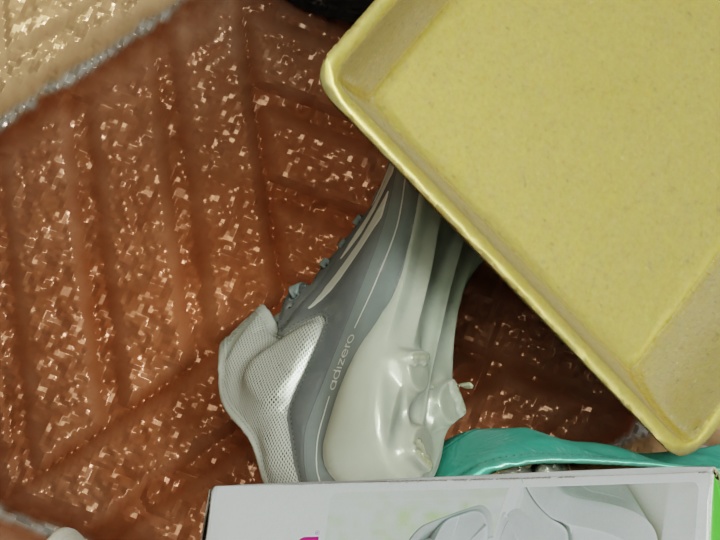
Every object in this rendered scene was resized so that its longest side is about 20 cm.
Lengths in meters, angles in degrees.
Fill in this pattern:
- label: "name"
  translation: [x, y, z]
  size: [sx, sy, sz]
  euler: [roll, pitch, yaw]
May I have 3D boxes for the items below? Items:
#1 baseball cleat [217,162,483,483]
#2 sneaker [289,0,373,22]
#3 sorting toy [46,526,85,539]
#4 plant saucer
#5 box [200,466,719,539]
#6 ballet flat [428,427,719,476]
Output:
- label: "baseball cleat"
  translation: [0.000, 0.000, 1.111]
  size: [0.106, 0.070, 0.200]
  euler: [-8, 46, 29]
- label: "sneaker"
  translation: [-0.037, -0.185, 1.181]
  size: [0.081, 0.074, 0.200]
  euler: [-35, 74, -14]
- label: "sorting toy"
  translation: [-0.200, 0.127, 1.009]
  size: [0.199, 0.180, 0.107]
  euler: [-1, 69, 1]
- label: "plant saucer"
  translation: [0.098, -0.065, 1.090]
  size: [0.200, 0.048, 0.200]
  euler: [46, 66, -14]
- label: "box"
  translation: [0.064, 0.138, 0.960]
  size: [0.176, 0.200, 0.097]
  euler: [-4, 66, 25]
- label: "ballet flat"
  translation: [0.117, 0.098, 1.067]
  size: [0.199, 0.070, 0.068]
  euler: [4, 109, 5]
